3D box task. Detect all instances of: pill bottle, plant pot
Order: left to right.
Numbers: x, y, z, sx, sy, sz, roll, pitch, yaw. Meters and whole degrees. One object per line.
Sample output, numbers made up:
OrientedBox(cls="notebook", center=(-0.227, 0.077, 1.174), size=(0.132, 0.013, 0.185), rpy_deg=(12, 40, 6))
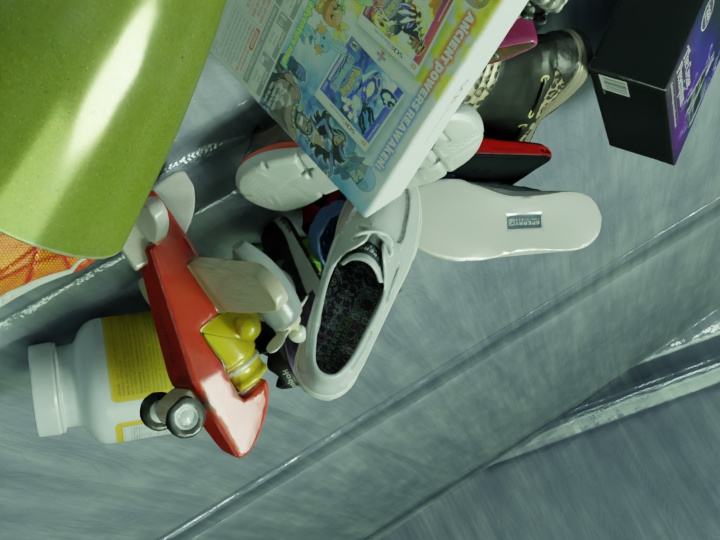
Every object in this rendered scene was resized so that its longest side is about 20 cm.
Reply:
OrientedBox(cls="plant pot", center=(-0.142, -0.144, 0.529), size=(0.201, 0.187, 0.187), rpy_deg=(-53, 154, 11))
OrientedBox(cls="pill bottle", center=(-0.194, 0.094, 0.978), size=(0.197, 0.113, 0.112), rpy_deg=(-7, 152, -15))

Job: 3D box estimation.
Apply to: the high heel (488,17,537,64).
OrientedBox(cls="high heel", center=(0.052, -0.150, 0.856), size=(0.200, 0.097, 0.067), rpy_deg=(-44, 156, 25))

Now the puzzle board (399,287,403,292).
OrientedBox(cls="puzzle board", center=(-0.021, 0.052, 1.248), size=(0.150, 0.017, 0.200), rpy_deg=(-39, 170, 1))

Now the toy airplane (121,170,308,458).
OrientedBox(cls="toy airplane", center=(-0.118, 0.019, 0.848), size=(0.140, 0.201, 0.201), rpy_deg=(-16, 141, -29))

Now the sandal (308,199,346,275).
OrientedBox(cls="sandal", center=(-0.009, -0.021, 0.976), size=(0.080, 0.087, 0.200), rpy_deg=(-48, -176, -9))

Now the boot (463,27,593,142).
OrientedBox(cls="boot", center=(0.101, -0.144, 0.974), size=(0.149, 0.074, 0.200), rpy_deg=(-6, 153, -42))

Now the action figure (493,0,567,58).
OrientedBox(cls="action figure", center=(0.099, -0.228, 0.738), size=(0.200, 0.119, 0.102), rpy_deg=(-44, -173, 8))

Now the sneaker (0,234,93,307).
OrientedBox(cls="sneaker", center=(-0.239, -0.027, 0.750), size=(0.199, 0.073, 0.077), rpy_deg=(-35, 149, -3))

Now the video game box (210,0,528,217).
OrientedBox(cls="video game box", center=(-0.006, -0.162, 0.630), size=(0.047, 0.183, 0.201), rpy_deg=(-30, 163, -42))

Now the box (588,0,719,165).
OrientedBox(cls="box", center=(0.286, -0.204, 1.019), size=(0.143, 0.078, 0.200), rpy_deg=(-68, 158, -6))

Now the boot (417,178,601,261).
OrientedBox(cls="boot", center=(0.112, -0.043, 0.984), size=(0.197, 0.074, 0.090), rpy_deg=(4, -179, -17))

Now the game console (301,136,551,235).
OrientedBox(cls="game console", center=(0.054, -0.072, 0.996), size=(0.174, 0.032, 0.200), rpy_deg=(3, 160, -29))

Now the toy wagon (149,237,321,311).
OrientedBox(cls="toy wagon", center=(-0.121, 0.036, 1.088), size=(0.198, 0.040, 0.156), rpy_deg=(-11, 149, -45))

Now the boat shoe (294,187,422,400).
OrientedBox(cls="boat shoe", center=(0.000, 0.000, 0.837), size=(0.202, 0.071, 0.069), rpy_deg=(-63, -179, -19))

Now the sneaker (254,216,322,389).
OrientedBox(cls="sneaker", center=(-0.072, 0.025, 0.951), size=(0.087, 0.201, 0.076), rpy_deg=(-29, 126, -3))

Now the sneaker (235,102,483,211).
OrientedBox(cls="sneaker", center=(-0.004, -0.110, 0.833), size=(0.197, 0.083, 0.077), rpy_deg=(-10, 143, 13))
